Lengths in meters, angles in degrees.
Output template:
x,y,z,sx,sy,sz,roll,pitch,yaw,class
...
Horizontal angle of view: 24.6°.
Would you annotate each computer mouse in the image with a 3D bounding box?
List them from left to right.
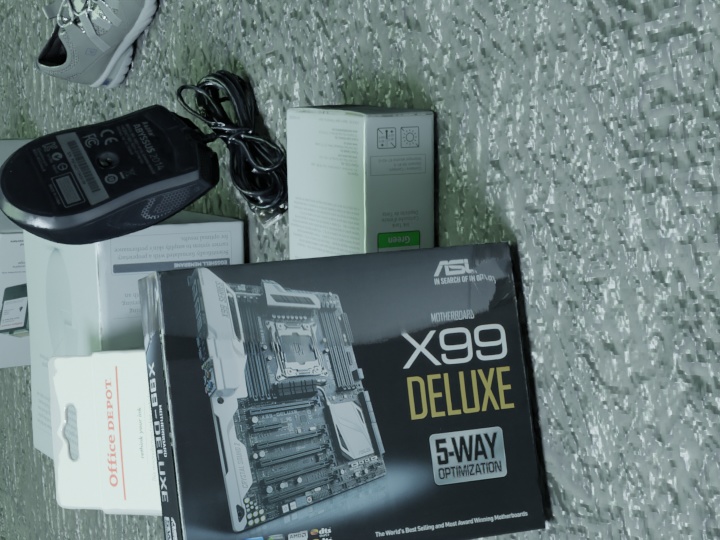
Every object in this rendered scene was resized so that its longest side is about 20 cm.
x,y,z,sx,sy,sz,roll,pitch,yaw,class
-0.158,-0.062,1.170,0.053,0.200,0.139,96,154,-52,computer mouse

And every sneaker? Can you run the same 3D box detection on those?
x,y,z,sx,sy,sz,roll,pitch,yaw,class
-0.224,-0.223,1.393,0.075,0.082,0.200,68,149,32,sneaker

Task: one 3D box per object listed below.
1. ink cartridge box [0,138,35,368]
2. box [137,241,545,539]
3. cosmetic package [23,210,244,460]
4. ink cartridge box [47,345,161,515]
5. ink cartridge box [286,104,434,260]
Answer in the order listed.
x,y,z,sx,sy,sz,roll,pitch,yaw,class
-0.366,-0.016,1.709,0.146,0.084,0.200,63,146,38,ink cartridge box
-0.009,0.071,0.874,0.050,0.200,0.158,162,103,-69,box
-0.178,0.055,1.299,0.199,0.123,0.200,12,103,63,cosmetic package
-0.118,0.108,1.142,0.200,0.067,0.117,-3,91,31,ink cartridge box
0.000,0.000,1.014,0.109,0.050,0.200,15,109,62,ink cartridge box
